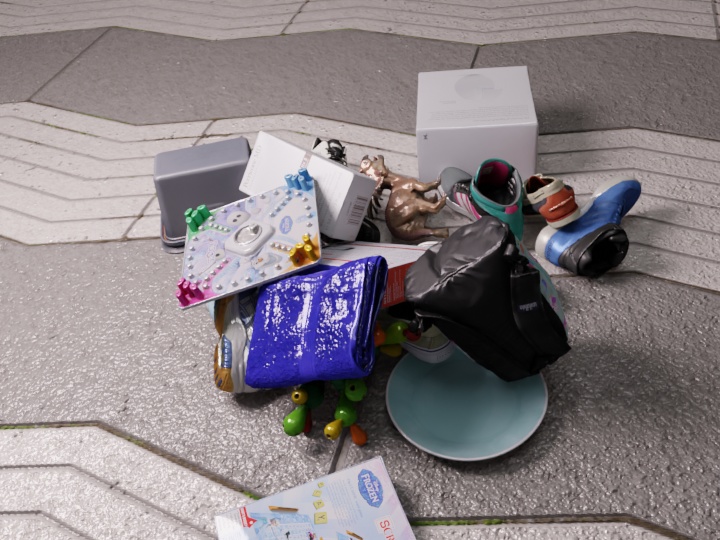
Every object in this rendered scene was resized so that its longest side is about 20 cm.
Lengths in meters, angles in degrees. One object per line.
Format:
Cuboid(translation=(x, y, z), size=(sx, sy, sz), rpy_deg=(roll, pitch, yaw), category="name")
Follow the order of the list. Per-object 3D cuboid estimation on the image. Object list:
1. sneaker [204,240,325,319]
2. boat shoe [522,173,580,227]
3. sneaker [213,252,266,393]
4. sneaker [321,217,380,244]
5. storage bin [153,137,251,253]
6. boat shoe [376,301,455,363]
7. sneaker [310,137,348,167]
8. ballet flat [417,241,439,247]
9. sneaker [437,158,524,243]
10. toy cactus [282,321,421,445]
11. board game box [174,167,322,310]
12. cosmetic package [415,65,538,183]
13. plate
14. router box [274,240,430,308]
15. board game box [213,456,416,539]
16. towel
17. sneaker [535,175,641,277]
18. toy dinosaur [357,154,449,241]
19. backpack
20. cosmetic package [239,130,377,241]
Cuboid(translation=(-0.126, 0.026, 1.116), size=(0.199, 0.074, 0.082), rpy_deg=(-32, 46, -9), category="sneaker")
Cuboid(translation=(0.276, -0.116, 1.159), size=(0.071, 0.063, 0.200), rpy_deg=(-33, 12, 6), category="boat shoe")
Cuboid(translation=(-0.149, 0.070, 1.036), size=(0.087, 0.075, 0.202), rpy_deg=(8, 64, -23), category="sneaker")
Cuboid(translation=(-0.045, -0.092, 1.234), size=(0.199, 0.076, 0.088), rpy_deg=(17, 41, 27), category="sneaker")
Cuboid(translation=(-0.248, -0.126, 1.259), size=(0.198, 0.135, 0.146), rpy_deg=(-12, 40, -3), category="storage bin")
Cuboid(translation=(0.050, 0.059, 1.026), size=(0.072, 0.062, 0.199), rpy_deg=(-33, 33, -29), category="boat shoe")
Cuboid(translation=(-0.052, -0.173, 1.266), size=(0.075, 0.088, 0.200), rpy_deg=(12, 13, -25), category="sneaker")
Cuboid(translation=(0.174, 0.002, 1.102), size=(0.198, 0.070, 0.070), rpy_deg=(18, 46, 21), category="ballet flat")
Cuboid(translation=(0.185, -0.130, 1.184), size=(0.083, 0.121, 0.200), rpy_deg=(-24, 50, -19), category="sneaker")
Cuboid(translation=(-0.020, 0.129, 0.965), size=(0.200, 0.102, 0.165), rpy_deg=(-49, 25, -7), category="toy cactus")
Cuboid(translation=(-0.153, -0.049, 1.036), size=(0.198, 0.026, 0.201), rpy_deg=(-19, 40, 8), category="board game box")
Cuboid(translation=(0.199, -0.250, 1.334), size=(0.197, 0.124, 0.201), rpy_deg=(-1, 40, 8), category="cosmetic package")
Cuboid(translation=(0.130, 0.157, 0.950), size=(0.198, 0.026, 0.201), rpy_deg=(-4, 40, 4), category="plate")
Cuboid(translation=(0.000, 0.000, 1.045), size=(0.199, 0.049, 0.179), rpy_deg=(6, 13, 37), category="router box")
Cuboid(translation=(-0.036, 0.310, 0.788), size=(0.198, 0.041, 0.201), rpy_deg=(-17, 41, -9), category="board game box")
Cuboid(translation=(-0.060, 0.062, 0.916), size=(0.199, 0.049, 0.149), rpy_deg=(-15, 54, 41), category="towel")
Cuboid(translation=(0.364, -0.060, 1.118), size=(0.199, 0.077, 0.111), rpy_deg=(-31, 39, -18), category="sneaker")
Cuboid(translation=(0.066, -0.096, 1.212), size=(0.134, 0.086, 0.201), rpy_deg=(-9, 45, -1), category="toy dinosaur")
Cuboid(translation=(0.166, 0.037, 0.915), size=(0.166, 0.200, 0.127), rpy_deg=(-30, 34, 30), category="backpack")
Cuboid(translation=(-0.082, -0.128, 1.155), size=(0.199, 0.102, 0.074), rpy_deg=(26, 10, 30), category="cosmetic package")
